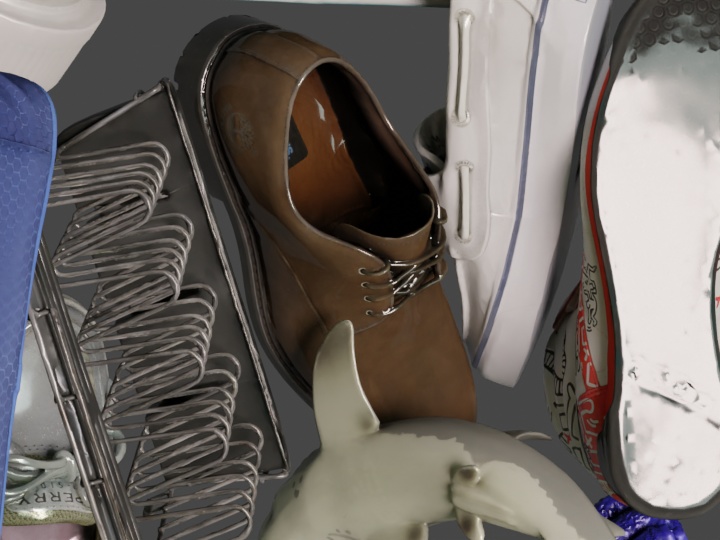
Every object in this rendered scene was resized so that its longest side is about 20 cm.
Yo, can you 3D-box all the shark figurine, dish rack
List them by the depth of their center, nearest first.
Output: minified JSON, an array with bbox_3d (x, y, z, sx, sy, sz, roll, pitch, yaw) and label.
[{"bbox_3d":[-0.072,0.027,0.884,0.054,0.200,0.154,-17,102,4],"label":"dish rack"},{"bbox_3d":[0.057,0.086,0.969,0.089,0.214,0.128,-14,112,-48],"label":"shark figurine"}]

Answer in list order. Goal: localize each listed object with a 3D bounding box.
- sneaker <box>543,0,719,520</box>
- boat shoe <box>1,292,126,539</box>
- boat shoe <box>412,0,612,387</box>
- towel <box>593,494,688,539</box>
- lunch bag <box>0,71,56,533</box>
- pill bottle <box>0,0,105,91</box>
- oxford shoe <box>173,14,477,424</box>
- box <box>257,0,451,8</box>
[{"bbox_3d":[0.106,-0.012,1.001,0.067,0.108,0.202,0,95,-10],"label":"sneaker"},{"bbox_3d":[-0.119,0.109,0.945,0.074,0.065,0.202,9,91,-33],"label":"boat shoe"},{"bbox_3d":[0.052,-0.042,1.007,0.074,0.065,0.200,-63,164,-51],"label":"boat shoe"},{"bbox_3d":[0.117,0.208,1.121,0.148,0.050,0.200,-39,117,-20],"label":"towel"},{"bbox_3d":[-0.184,0.006,0.767,0.132,0.136,0.200,12,82,-40],"label":"lunch bag"},{"bbox_3d":[-0.082,-0.156,0.816,0.109,0.110,0.200,21,120,-33],"label":"pill bottle"},{"bbox_3d":[0.000,0.000,0.987,0.073,0.084,0.200,-42,121,-23],"label":"oxford shoe"},{"bbox_3d":[-0.030,-0.140,0.960,0.200,0.049,0.082,-1,101,-31],"label":"box"}]
